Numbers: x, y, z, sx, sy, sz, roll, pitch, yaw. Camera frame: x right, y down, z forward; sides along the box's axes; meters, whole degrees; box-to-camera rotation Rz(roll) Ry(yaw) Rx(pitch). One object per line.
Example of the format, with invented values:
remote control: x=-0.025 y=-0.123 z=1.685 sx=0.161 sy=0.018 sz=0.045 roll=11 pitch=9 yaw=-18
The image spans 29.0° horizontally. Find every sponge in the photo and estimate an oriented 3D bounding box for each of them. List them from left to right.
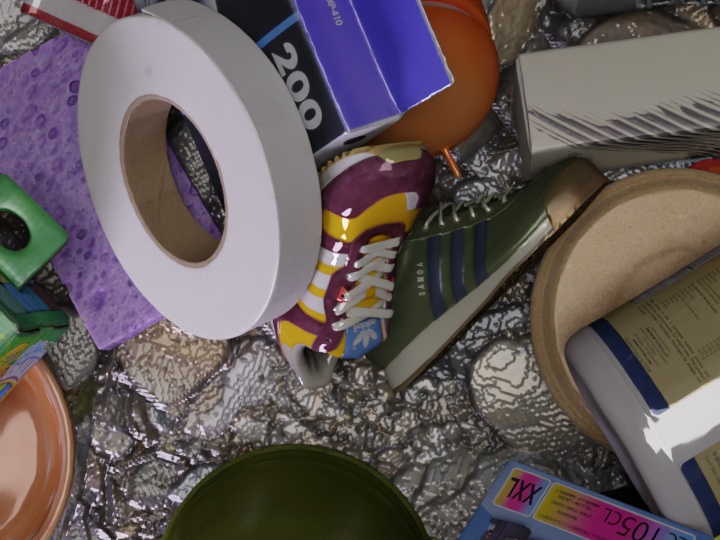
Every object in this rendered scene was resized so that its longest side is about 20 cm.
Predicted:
sponge: x=-0.176 y=-0.059 z=0.946 sx=0.111 sy=0.030 sz=0.201 roll=-30 pitch=87 yaw=1

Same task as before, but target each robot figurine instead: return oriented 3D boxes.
robot figurine: x=0.020 y=-0.152 z=0.868 sx=0.115 sy=0.145 sz=0.202 roll=-2 pitch=53 yaw=-17

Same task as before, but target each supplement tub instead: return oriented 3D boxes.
supplement tub: x=0.237 y=0.054 z=0.820 sx=0.199 sy=0.144 sz=0.145 roll=-31 pitch=88 yaw=2

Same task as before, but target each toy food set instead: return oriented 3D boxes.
toy food set: x=0.210 y=0.028 z=0.918 sx=0.197 sy=0.049 sz=0.201 roll=-4 pitch=89 yaw=3

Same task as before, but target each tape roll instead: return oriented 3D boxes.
tape roll: x=-0.101 y=-0.059 z=0.842 sx=0.037 sy=0.202 sz=0.205 roll=-23 pitch=88 yaw=-38

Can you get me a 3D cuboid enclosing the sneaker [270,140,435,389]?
sneaker: x=0.000 y=0.000 z=0.839 sx=0.074 sy=0.200 sz=0.091 roll=-8 pitch=67 yaw=-25

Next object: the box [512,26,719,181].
box: x=0.200 y=-0.110 z=0.899 sx=0.197 sy=0.082 sz=0.069 roll=-8 pitch=80 yaw=4

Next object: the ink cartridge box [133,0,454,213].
ink cartridge box: x=-0.055 y=-0.156 z=0.806 sx=0.043 sy=0.199 sz=0.200 roll=-20 pitch=85 yaw=-40

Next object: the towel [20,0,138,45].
towel: x=-0.123 y=-0.235 z=0.923 sx=0.143 sy=0.023 sz=0.202 roll=22 pitch=91 yaw=-19

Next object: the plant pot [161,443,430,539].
plant pot: x=-0.048 y=0.220 z=0.857 sx=0.197 sy=0.193 sz=0.203 roll=0 pitch=90 yaw=2

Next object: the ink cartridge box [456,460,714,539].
ink cartridge box: x=0.094 y=0.218 z=0.761 sx=0.135 sy=0.077 sz=0.201 roll=16 pitch=54 yaw=31

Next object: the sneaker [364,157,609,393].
sneaker: x=0.060 y=-0.017 z=0.900 sx=0.090 sy=0.067 sz=0.200 roll=46 pitch=110 yaw=9

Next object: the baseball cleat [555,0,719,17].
baseball cleat: x=0.228 y=-0.195 z=0.897 sx=0.198 sy=0.070 sz=0.107 roll=-24 pitch=63 yaw=3

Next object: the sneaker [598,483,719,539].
sneaker: x=0.164 y=0.192 z=0.907 sx=0.198 sy=0.072 sz=0.084 roll=-13 pitch=111 yaw=13

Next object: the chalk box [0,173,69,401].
chalk box: x=-0.272 y=0.031 z=0.867 sx=0.125 sy=0.124 sz=0.200 roll=42 pitch=92 yaw=2

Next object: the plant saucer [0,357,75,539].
plant saucer: x=-0.289 y=0.122 z=0.947 sx=0.197 sy=0.037 sz=0.203 roll=0 pitch=89 yaw=2
